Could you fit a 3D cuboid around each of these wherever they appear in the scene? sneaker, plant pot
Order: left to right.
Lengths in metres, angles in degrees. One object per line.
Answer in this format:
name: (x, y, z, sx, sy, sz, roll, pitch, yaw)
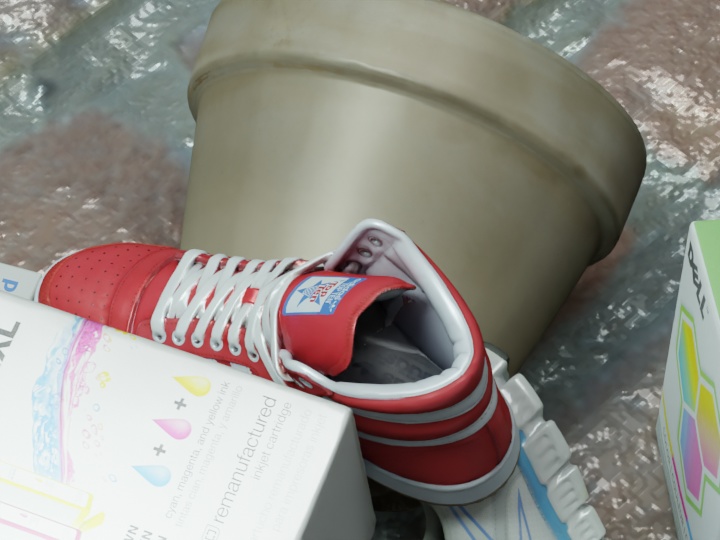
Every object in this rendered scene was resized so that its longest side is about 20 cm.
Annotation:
sneaker: (-0.038, 0.018, 1.050, 0.200, 0.112, 0.071, 18, 68, 16)
plant pot: (0.000, 0.000, 1.193, 0.200, 0.200, 0.174, 18, 72, 11)
sneaker: (0.066, 0.133, 1.120, 0.087, 0.075, 0.200, -34, 95, -10)

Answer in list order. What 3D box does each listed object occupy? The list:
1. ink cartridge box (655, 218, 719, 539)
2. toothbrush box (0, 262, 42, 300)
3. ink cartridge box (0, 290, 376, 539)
ink cartridge box: (0.165, 0.046, 1.138, 0.059, 0.200, 0.104, -5, 53, -6)
toothbrush box: (-0.247, 0.055, 1.187, 0.200, 0.086, 0.146, 13, 55, 9)
ink cartridge box: (-0.112, 0.096, 1.034, 0.200, 0.125, 0.129, 18, 68, 12)
